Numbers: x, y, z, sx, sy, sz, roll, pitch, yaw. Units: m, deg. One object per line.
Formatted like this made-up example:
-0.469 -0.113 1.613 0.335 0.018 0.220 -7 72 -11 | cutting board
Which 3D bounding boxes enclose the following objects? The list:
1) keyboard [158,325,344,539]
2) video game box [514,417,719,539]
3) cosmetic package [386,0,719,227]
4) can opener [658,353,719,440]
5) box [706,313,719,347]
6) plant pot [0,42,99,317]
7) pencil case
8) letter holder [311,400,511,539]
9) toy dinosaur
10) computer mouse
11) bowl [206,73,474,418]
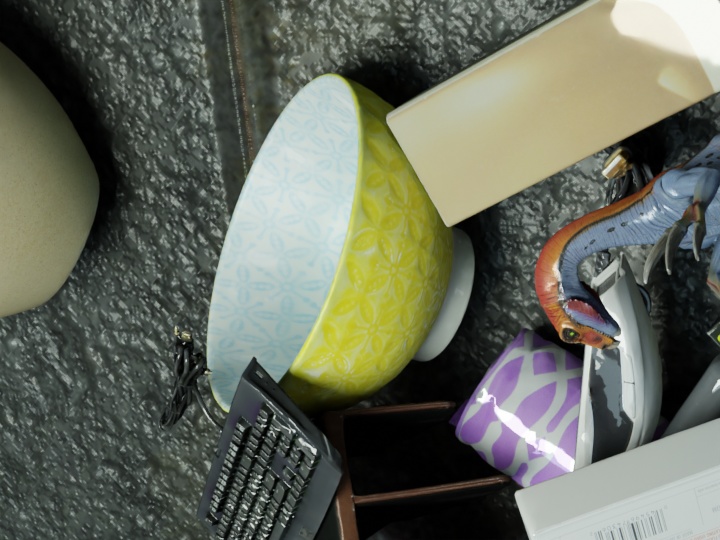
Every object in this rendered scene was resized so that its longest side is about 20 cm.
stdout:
-0.070 0.103 1.066 0.127 0.021 0.200 46 152 14 | keyboard
0.197 0.159 0.992 0.199 0.047 0.183 -19 118 -1 | video game box
0.123 -0.104 1.002 0.199 0.105 0.071 -27 96 37 | cosmetic package
0.155 0.137 1.020 0.053 0.067 0.201 34 116 10 | can opener
0.315 0.043 0.995 0.200 0.047 0.193 46 128 3 | box
-0.242 -0.047 1.201 0.134 0.201 0.200 23 130 -25 | plant pot
0.147 0.118 1.104 0.200 0.084 0.086 38 152 11 | pencil case
0.029 0.138 1.127 0.200 0.141 0.101 138 124 -71 | letter holder
0.176 -0.029 0.943 0.180 0.201 0.105 -8 127 16 | toy dinosaur
0.141 0.029 1.022 0.044 0.110 0.202 5 101 5 | computer mouse
0.000 0.000 1.094 0.107 0.201 0.201 18 127 -22 | bowl
